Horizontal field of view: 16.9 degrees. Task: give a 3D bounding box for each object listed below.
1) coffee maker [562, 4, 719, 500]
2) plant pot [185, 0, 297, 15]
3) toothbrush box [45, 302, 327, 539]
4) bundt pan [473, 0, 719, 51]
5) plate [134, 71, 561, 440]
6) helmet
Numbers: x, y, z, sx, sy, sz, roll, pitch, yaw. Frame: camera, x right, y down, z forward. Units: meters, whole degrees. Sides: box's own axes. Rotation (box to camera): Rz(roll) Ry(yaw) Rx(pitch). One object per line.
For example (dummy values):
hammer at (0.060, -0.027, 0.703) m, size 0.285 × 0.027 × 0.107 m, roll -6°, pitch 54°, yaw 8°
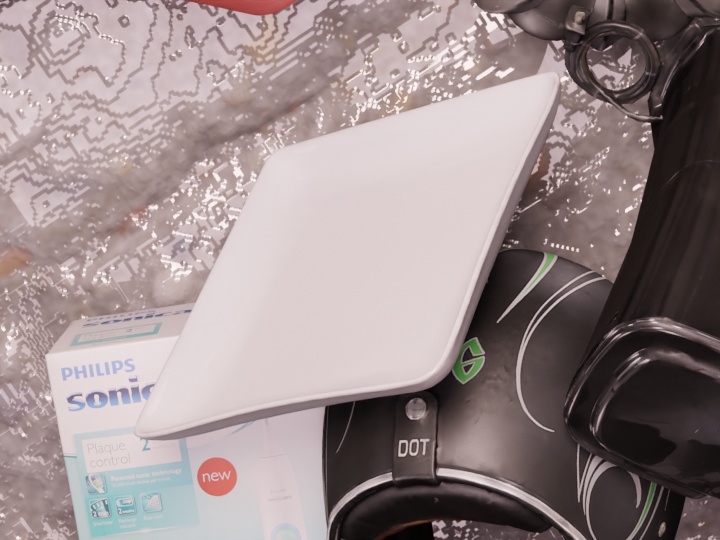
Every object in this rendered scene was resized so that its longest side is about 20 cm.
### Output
coffee maker at (0.163, -0.004, 1.131) m, size 0.191 × 0.200 × 0.135 m, roll 10°, pitch 141°, yaw 18°
plant pot at (-0.096, -0.220, 1.162) m, size 0.177 × 0.200 × 0.201 m, roll 21°, pitch 104°, yaw -29°
toothbrush box at (-0.075, 0.120, 1.295) m, size 0.146 × 0.085 × 0.201 m, roll -7°, pitch 100°, yaw 4°
bundt pan at (0.123, -0.186, 1.174) m, size 0.201 × 0.076 × 0.202 m, roll -1°, pitch 137°, yaw -1°
plate at (0.000, 0.000, 1.181) m, size 0.200 × 0.200 × 0.032 m, roll -14°, pitch 129°, yaw 40°
helmet at (0.075, 0.084, 1.219) m, size 0.199 × 0.191 × 0.200 m, roll 11°, pitch 137°, yaw 10°
